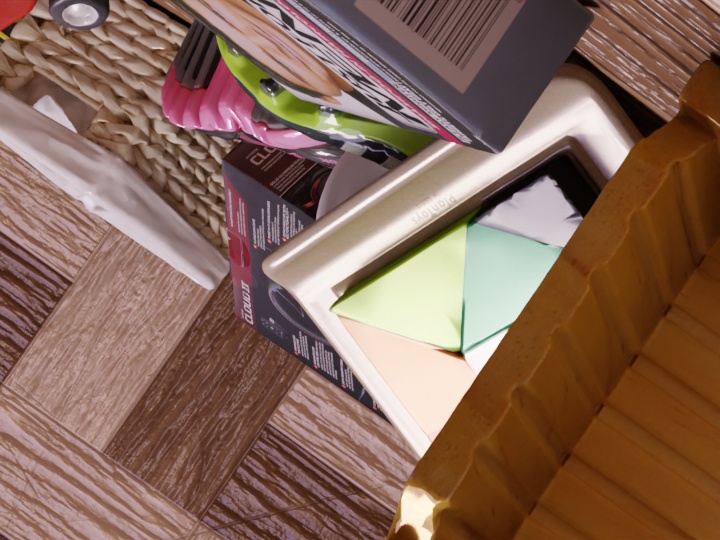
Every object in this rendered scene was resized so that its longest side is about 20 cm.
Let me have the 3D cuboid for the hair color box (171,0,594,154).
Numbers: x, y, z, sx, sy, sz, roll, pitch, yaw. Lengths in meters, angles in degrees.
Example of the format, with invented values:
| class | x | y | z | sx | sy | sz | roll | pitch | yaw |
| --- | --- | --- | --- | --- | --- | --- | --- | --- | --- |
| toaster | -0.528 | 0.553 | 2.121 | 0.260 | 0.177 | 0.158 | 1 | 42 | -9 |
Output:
| class | x | y | z | sx | sy | sz | roll | pitch | yaw |
| --- | --- | --- | --- | --- | --- | --- | --- | --- | --- |
| hair color box | -0.009 | -0.103 | 0.817 | 0.099 | 0.061 | 0.200 | 37 | 176 | -22 |

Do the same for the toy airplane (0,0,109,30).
| class | x | y | z | sx | sy | sz | roll | pitch | yaw |
| --- | --- | --- | --- | --- | --- | --- | --- | --- | --- |
| toy airplane | -0.238 | -0.147 | 1.174 | 0.141 | 0.200 | 0.200 | 25 | -175 | -42 |

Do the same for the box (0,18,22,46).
| class | x | y | z | sx | sy | sz | roll | pitch | yaw |
| --- | --- | --- | --- | --- | --- | --- | --- | --- | --- |
| box | -0.284 | -0.201 | 1.896 | 0.159 | 0.050 | 0.200 | 34 | 175 | -6 |

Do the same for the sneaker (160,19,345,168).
| class | x | y | z | sx | sy | sz | roll | pitch | yaw |
| --- | --- | --- | --- | --- | --- | --- | --- | --- | --- |
| sneaker | -0.029 | -0.086 | 1.136 | 0.095 | 0.079 | 0.200 | 25 | -177 | -31 |

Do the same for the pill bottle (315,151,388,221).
| class | x | y | z | sx | sy | sz | roll | pitch | yaw |
| --- | --- | --- | --- | --- | --- | --- | --- | --- | --- |
| pill bottle | 0.068 | 0.010 | 1.082 | 0.111 | 0.112 | 0.200 | 32 | 174 | 35 |

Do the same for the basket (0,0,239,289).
| class | x | y | z | sx | sy | sz | roll | pitch | yaw |
| --- | --- | --- | --- | --- | --- | --- | --- | --- | --- |
| basket | -0.145 | -0.095 | 1.497 | 0.135 | 0.124 | 0.200 | 32 | 175 | 26 |

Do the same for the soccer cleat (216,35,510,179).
| class | x | y | z | sx | sy | sz | roll | pitch | yaw |
| --- | --- | --- | --- | --- | --- | --- | --- | --- | --- |
| soccer cleat | 0.022 | -0.065 | 0.951 | 0.199 | 0.068 | 0.081 | 29 | 172 | 30 |

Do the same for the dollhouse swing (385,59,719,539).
| class | x | y | z | sx | sy | sz | roll | pitch | yaw |
| --- | --- | --- | --- | --- | --- | --- | --- | --- | --- |
| dollhouse swing | 0.134 | 0.080 | 0.751 | 0.175 | 0.201 | 0.182 | 34 | 175 | 17 |

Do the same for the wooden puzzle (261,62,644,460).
| class | x | y | z | sx | sy | sz | roll | pitch | yaw |
| --- | --- | --- | --- | --- | --- | --- | --- | --- | --- |
| wooden puzzle | 0.075 | 0.037 | 0.892 | 0.200 | 0.037 | 0.185 | 49 | 132 | -9 |

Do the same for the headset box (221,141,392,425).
| class | x | y | z | sx | sy | sz | roll | pitch | yaw |
| --- | --- | --- | --- | --- | --- | --- | --- | --- | --- |
| headset box | 0.000 | 0.000 | 1.368 | 0.199 | 0.075 | 0.149 | 33 | 147 | 26 |
